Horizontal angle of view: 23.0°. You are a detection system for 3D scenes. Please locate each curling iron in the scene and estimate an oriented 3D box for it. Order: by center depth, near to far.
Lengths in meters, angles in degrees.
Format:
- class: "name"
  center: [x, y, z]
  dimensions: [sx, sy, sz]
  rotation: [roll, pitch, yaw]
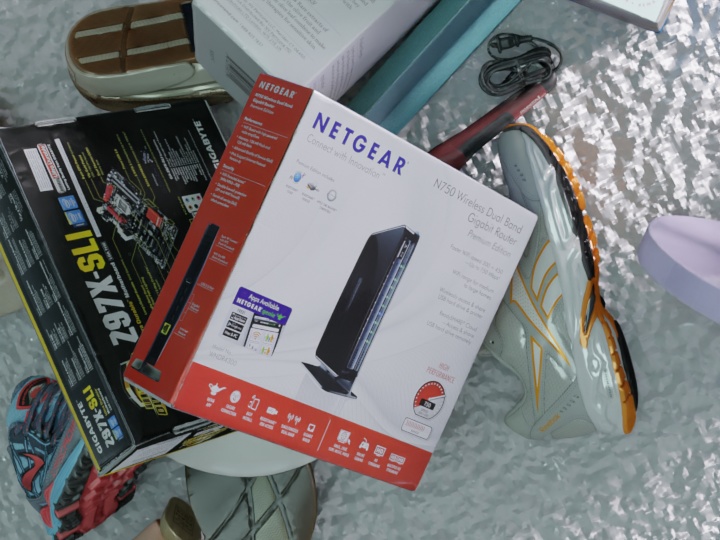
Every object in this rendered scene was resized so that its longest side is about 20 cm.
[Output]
- class: "curling iron"
  center: [0.042, -0.074, 1.090]
  dimensions: [0.200, 0.026, 0.050]
  rotation: [-43, 100, 4]

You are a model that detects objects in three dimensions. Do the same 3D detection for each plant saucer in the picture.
- class: "plant saucer"
  center: [0.056, -0.145, 1.072]
  dimensions: [0.200, 0.070, 0.019]
  rotation: [-46, 74, 12]

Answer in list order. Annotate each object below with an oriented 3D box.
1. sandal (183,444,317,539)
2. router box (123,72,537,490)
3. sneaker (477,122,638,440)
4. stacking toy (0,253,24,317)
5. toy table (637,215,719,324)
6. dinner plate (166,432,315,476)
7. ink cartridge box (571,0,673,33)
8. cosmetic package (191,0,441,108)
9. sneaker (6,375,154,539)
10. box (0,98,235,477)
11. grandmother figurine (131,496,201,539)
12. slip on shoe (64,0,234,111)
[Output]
- class: "sandal"
  center: [-0.088, 0.103, 1.133]
  dimensions: [0.082, 0.055, 0.200]
  rotation: [-32, 74, -1]
- class: "router box"
  center: [-0.011, 0.012, 0.981]
  dimensions: [0.049, 0.200, 0.180]
  rotation: [23, 89, 46]
- class: "sneaker"
  center: [0.102, 0.012, 1.078]
  dimensions: [0.092, 0.076, 0.200]
  rotation: [-15, 92, 16]
- class: "stacking toy"
  center: [-0.269, -0.072, 1.130]
  dimensions: [0.146, 0.146, 0.200]
  rotation: [-20, 72, 12]
- class: "toy table"
  center: [0.272, -0.021, 0.997]
  dimensions: [0.200, 0.184, 0.117]
  rotation: [18, 115, -4]
- class: "dinner plate"
  center: [-0.072, 0.028, 1.106]
  dimensions: [0.200, 0.024, 0.200]
  rotation: [-1, 78, 4]
- class: "ink cartridge box"
  center: [0.157, -0.197, 0.979]
  dimensions: [0.068, 0.200, 0.115]
  rotation: [23, 100, 8]
- class: "cosmetic package"
  center: [0.002, -0.177, 1.026]
  dimensions: [0.085, 0.108, 0.200]
  rotation: [44, 77, 5]
- class: "sneaker"
  center: [-0.185, 0.105, 1.087]
  dimensions: [0.079, 0.200, 0.096]
  rotation: [-36, 81, -28]
- class: "box"
  center: [-0.120, 0.003, 1.029]
  dimensions: [0.049, 0.160, 0.200]
  rotation: [-37, 75, 44]
- class: "grandmother figurine"
  center: [-0.171, 0.232, 1.149]
  dimensions: [0.121, 0.061, 0.200]
  rotation: [42, 107, -11]
- class: "slip on shoe"
  center: [-0.082, -0.135, 1.106]
  dimensions: [0.200, 0.061, 0.076]
  rotation: [-11, 62, -5]
